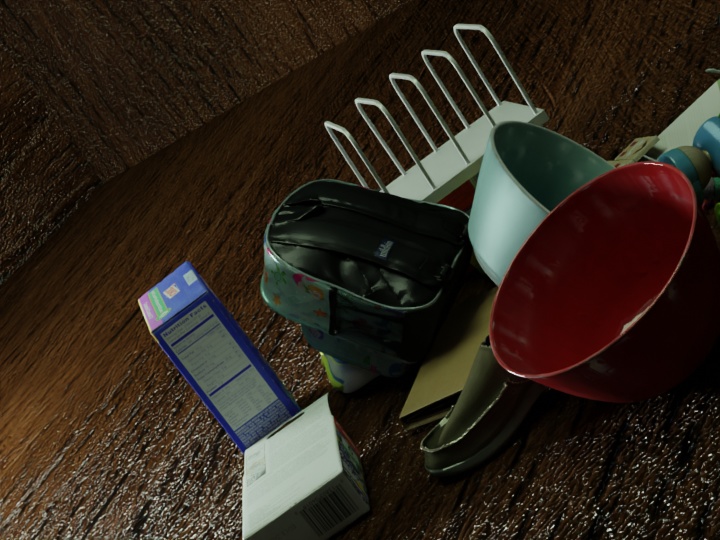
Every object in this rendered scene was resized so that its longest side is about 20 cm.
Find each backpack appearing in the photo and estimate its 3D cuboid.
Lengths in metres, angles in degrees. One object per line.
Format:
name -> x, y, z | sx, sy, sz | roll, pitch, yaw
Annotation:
backpack -> 0.000, 0.000, 1.479 | 0.178, 0.199, 0.151 | -60, -13, -46

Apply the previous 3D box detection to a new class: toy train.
toy train -> 0.323, -0.053, 1.107 | 0.115, 0.085, 0.200 | -27, 47, -8

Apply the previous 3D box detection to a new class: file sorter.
file sorter -> 0.075, -0.163, 1.602 | 0.199, 0.125, 0.139 | -37, 15, -4

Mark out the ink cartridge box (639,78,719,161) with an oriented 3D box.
ink cartridge box -> 0.301, -0.091, 1.434 | 0.200, 0.048, 0.146 | -45, 11, 23

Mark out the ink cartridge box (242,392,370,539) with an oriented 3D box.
ink cartridge box -> -0.054, 0.193, 1.355 | 0.109, 0.050, 0.200 | -35, 15, 5

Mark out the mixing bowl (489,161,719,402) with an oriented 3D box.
mixing bowl -> 0.209, 0.026, 1.133 | 0.200, 0.108, 0.201 | -38, 29, 25

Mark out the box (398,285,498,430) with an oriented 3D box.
box -> 0.128, 0.064, 1.391 | 0.163, 0.021, 0.200 | -27, 18, 29

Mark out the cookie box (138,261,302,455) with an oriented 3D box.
cookie box -> -0.140, 0.101, 1.517 | 0.075, 0.201, 0.171 | -36, 15, -4

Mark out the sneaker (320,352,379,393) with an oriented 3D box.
sneaker -> -0.029, 0.061, 1.577 | 0.076, 0.105, 0.200 | -36, 15, -1

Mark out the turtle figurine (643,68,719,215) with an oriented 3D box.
turtle figurine -> 0.353, -0.106, 1.268 | 0.199, 0.101, 0.150 | 21, 75, 52

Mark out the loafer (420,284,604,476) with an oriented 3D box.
loafer -> 0.116, 0.088, 1.234 | 0.200, 0.070, 0.075 | -47, 16, -3

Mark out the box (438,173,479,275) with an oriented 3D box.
box -> 0.075, -0.034, 1.641 | 0.200, 0.100, 0.095 | -38, 16, -9

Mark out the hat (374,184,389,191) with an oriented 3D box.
hat -> 0.028, -0.056, 1.836 | 0.200, 0.081, 0.201 | -33, 15, 10

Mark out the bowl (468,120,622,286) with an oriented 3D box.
bowl -> 0.177, -0.034, 1.317 | 0.105, 0.200, 0.201 | -58, 5, 28

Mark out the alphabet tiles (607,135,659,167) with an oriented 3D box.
alphabet tiles -> 0.220, -0.065, 1.483 | 0.200, 0.008, 0.167 | -44, 3, 2

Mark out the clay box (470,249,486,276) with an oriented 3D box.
clay box -> 0.167, -0.052, 1.503 | 0.115, 0.048, 0.200 | -45, 2, -8
